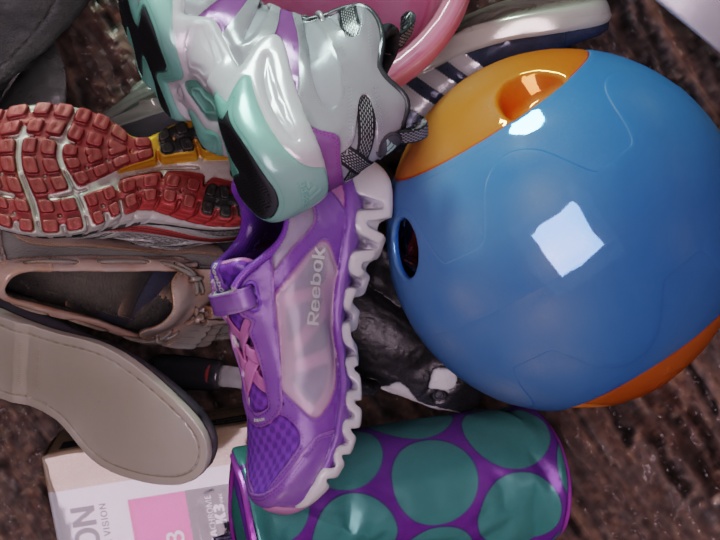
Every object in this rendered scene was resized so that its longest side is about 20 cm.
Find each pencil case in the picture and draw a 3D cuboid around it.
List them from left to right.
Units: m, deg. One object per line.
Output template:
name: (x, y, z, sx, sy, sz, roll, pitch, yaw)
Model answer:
pencil case: (0.020, 0.132, 1.555, 0.199, 0.085, 0.093, -9, 83, -18)

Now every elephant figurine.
elephant figurine: (-0.230, -0.127, 1.571, 0.141, 0.155, 0.201, 21, 94, -9)

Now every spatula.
spatula: (-0.067, 0.062, 1.574, 0.021, 0.200, 0.057, 14, 83, -41)

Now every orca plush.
orca plush: (0.000, 0.000, 1.583, 0.200, 0.105, 0.071, 44, 126, 12)

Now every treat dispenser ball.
treat dispenser ball: (0.113, -0.023, 1.503, 0.200, 0.201, 0.202, 0, 97, 3)

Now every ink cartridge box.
ink cartridge box: (-0.091, 0.187, 1.630, 0.164, 0.075, 0.201, -10, 97, 2)

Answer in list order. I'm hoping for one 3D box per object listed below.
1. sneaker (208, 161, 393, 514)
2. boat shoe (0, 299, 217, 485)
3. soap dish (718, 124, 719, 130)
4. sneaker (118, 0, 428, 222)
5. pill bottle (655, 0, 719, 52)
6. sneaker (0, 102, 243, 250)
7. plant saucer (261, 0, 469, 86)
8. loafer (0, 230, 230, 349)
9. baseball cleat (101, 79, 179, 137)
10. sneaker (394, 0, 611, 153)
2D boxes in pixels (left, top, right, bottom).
sneaker: (-0.046, 0.029, 1.469, 0.088, 0.080, 0.201, 13, 81, -35)
boat shoe: (-0.151, 0.062, 1.583, 0.200, 0.063, 0.073, 24, 116, 31)
soap dish: (0.303, -0.044, 1.580, 0.200, 0.081, 0.158, 34, 97, -3)
sneaker: (-0.037, -0.120, 1.467, 0.140, 0.078, 0.200, -25, 57, -19)
pill bottle: (0.237, -0.227, 1.545, 0.114, 0.114, 0.200, 39, 97, -2)
sneaker: (-0.139, -0.042, 1.532, 0.199, 0.082, 0.078, 5, 69, -8)
plant saucer: (-0.033, -0.164, 1.557, 0.200, 0.051, 0.201, -3, 59, 5)
loafer: (-0.132, 0.014, 1.577, 0.199, 0.063, 0.072, 13, 116, -27)
baseball cleat: (-0.131, -0.055, 1.615, 0.199, 0.070, 0.107, -25, 109, 10)
sneaker: (0.058, -0.101, 1.594, 0.199, 0.075, 0.085, -18, 102, 11)
